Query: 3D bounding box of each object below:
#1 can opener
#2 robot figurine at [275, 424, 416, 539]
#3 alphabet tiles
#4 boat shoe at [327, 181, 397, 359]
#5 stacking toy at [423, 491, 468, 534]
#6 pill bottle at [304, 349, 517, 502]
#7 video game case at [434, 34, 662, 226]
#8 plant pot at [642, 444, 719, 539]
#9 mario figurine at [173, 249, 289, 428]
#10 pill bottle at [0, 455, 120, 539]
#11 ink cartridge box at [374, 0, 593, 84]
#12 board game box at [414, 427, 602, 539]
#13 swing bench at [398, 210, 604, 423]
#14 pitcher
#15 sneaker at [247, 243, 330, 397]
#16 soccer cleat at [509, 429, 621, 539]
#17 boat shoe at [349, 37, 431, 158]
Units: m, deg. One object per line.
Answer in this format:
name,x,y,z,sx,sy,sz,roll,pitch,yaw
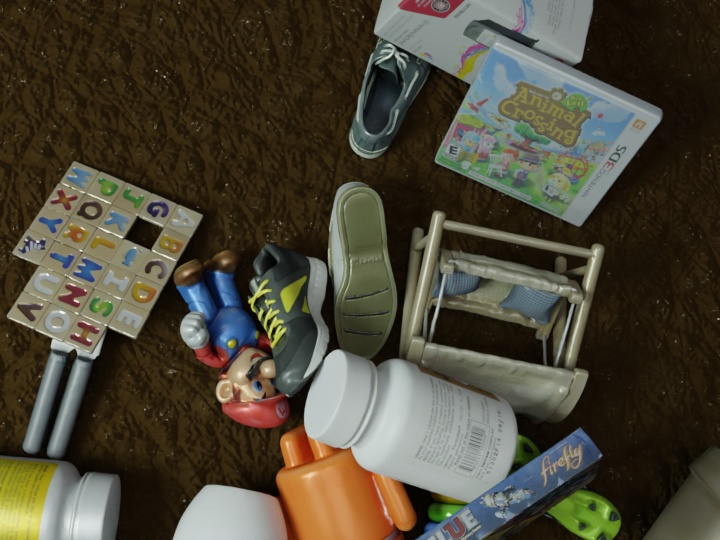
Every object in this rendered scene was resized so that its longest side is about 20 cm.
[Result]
can opener,-0.318,0.105,0.935,0.052,0.066,0.203,16,89,-15
robot figurine,-0.022,0.262,0.919,0.142,0.117,0.203,-19,85,-10
alphabet tiles,-0.289,-0.014,0.928,0.165,0.008,0.202,22,61,2
boat shoe,0.000,0.000,0.971,0.073,0.068,0.204,-1,104,-11
stacking toy,0.104,0.267,0.954,0.084,0.085,0.204,4,78,-6
pill bottle,0.049,0.154,0.857,0.198,0.114,0.116,22,82,-21
video game case,0.205,-0.151,0.962,0.197,0.183,0.022,24,48,-3
plant pot,0.394,0.327,0.934,0.173,0.200,0.200,-42,89,8
mario figurine,-0.125,0.074,0.932,0.122,0.106,0.202,-25,85,-10
pill bottle,-0.358,0.252,0.882,0.196,0.114,0.116,6,83,-5
ink cartridge box,0.135,-0.283,0.947,0.198,0.147,0.087,23,72,-19
board game box,0.147,0.238,0.847,0.198,0.136,0.035,-33,65,-3
swing bench,0.147,0.059,0.950,0.196,0.130,0.204,10,82,-6
pitcher,-0.141,0.337,0.885,0.119,0.172,0.203,8,69,4
sneaker,-0.086,0.049,0.907,0.084,0.201,0.075,27,122,-22
soccer cleat,0.204,0.238,0.959,0.199,0.081,0.068,36,88,-5
boat shoe,0.042,-0.232,1.003,0.072,0.062,0.203,22,81,0
